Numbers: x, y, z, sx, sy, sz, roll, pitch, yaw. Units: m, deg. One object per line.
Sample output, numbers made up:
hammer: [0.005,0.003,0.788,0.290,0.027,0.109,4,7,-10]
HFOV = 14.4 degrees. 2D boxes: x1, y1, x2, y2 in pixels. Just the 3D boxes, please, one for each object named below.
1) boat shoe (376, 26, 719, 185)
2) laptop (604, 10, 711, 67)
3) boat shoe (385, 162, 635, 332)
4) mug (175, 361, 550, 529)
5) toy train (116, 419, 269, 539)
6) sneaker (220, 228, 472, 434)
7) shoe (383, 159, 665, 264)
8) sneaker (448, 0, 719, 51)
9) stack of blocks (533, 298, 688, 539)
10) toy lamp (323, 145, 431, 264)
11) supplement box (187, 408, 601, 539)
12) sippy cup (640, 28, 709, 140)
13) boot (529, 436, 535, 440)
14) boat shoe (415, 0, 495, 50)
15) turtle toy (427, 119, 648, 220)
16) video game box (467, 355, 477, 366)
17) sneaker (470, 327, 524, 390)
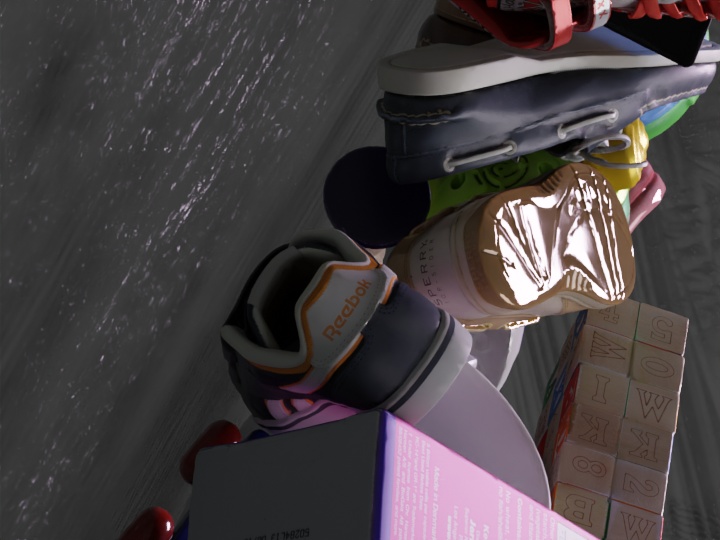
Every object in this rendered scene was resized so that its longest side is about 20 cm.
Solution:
boat shoe: [0.092,-0.079,1.353,0.200,0.075,0.062,-13,110,-41]
laptop: [0.149,-0.216,1.391,0.200,0.116,0.188,-45,157,-75]
boat shoe: [0.072,-0.009,1.369,0.200,0.069,0.074,-3,80,-63]
mug: [0.003,0.135,1.458,0.200,0.148,0.175,-1,146,-47]
toy train: [-0.093,0.165,1.271,0.116,0.085,0.200,-46,-176,40]
sneaker: [-0.022,0.025,1.259,0.079,0.079,0.200,-57,-165,-16]
shoe: [0.091,-0.024,1.703,0.200,0.091,0.071,-40,-161,-14]
sneaker: [0.124,-0.124,1.224,0.108,0.201,0.067,-51,157,-33]
stack of blocks: [0.119,0.123,1.511,0.115,0.058,0.200,111,-5,-46]
toy lamp: [0.000,0.000,1.427,0.058,0.058,0.200,-61,175,-23]
supplement box: [0.024,0.147,1.236,0.200,0.101,0.104,35,51,-45]
sippy cup: [0.133,-0.154,1.631,0.139,0.178,0.130,-34,158,-9]
boot: [0.016,0.171,1.660,0.200,0.076,0.169,-9,127,-55]
boat shoe: [0.068,-0.109,1.471,0.200,0.070,0.071,-18,124,-70]
turtle toy: [0.086,-0.028,1.534,0.200,0.145,0.101,-39,121,-80]
video game box: [-0.025,0.136,1.696,0.200,0.047,0.183,-19,136,-60]
sneaker: [0.088,-0.026,1.827,0.146,0.080,0.201,-44,137,-57]
